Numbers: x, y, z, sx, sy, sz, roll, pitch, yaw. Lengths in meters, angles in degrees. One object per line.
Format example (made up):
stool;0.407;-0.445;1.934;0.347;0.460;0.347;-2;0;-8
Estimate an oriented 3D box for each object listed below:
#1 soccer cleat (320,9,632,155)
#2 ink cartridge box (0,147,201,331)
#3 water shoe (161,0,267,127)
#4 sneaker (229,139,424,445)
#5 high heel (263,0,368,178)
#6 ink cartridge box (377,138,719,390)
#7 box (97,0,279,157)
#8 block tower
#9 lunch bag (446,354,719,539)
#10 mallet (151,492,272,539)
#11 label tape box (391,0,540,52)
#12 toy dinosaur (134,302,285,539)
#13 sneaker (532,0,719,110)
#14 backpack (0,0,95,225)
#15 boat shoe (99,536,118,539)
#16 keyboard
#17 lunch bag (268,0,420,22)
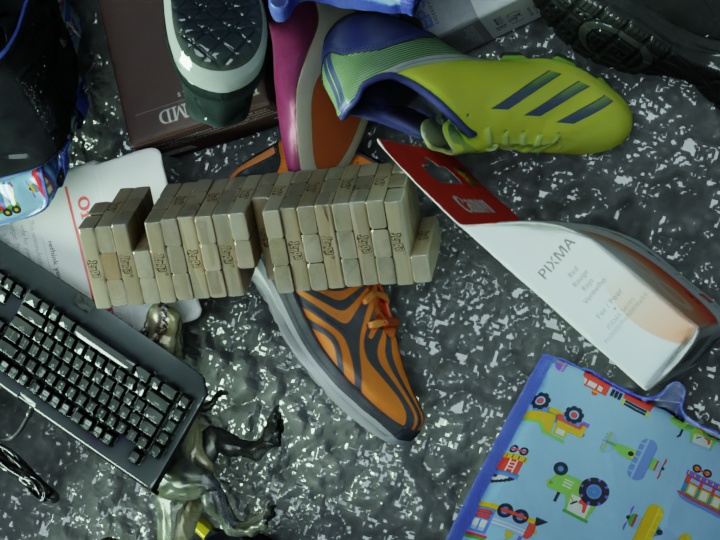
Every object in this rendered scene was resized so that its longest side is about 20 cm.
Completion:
soccer cleat;0.068;-0.091;1.046;0.199;0.065;0.084;14;52;-22
ink cartridge box;-0.193;0.004;1.147;0.199;0.067;0.118;-16;85;13
water shoe;-0.091;-0.175;1.046;0.071;0.079;0.201;1;59;-6
sneaker;0.000;0.000;1.094;0.112;0.078;0.200;-37;80;11
high heel;-0.040;-0.146;1.089;0.096;0.067;0.201;6;88;45
ink cartridge box;0.115;-0.020;1.024;0.200;0.162;0.050;45;103;12
box;-0.109;-0.181;1.129;0.100;0.075;0.201;-16;85;18
block tower;-0.057;-0.021;1.043;0.199;0.054;0.058;-4;117;12
lunch bag;0.137;0.149;1.035;0.150;0.094;0.201;25;73;12
mallet;-0.126;0.135;1.145;0.200;0.066;0.041;39;92;27
label tape box;0.043;-0.206;1.100;0.199;0.063;0.145;-25;81;11
toy dinosaur;-0.092;0.120;1.075;0.088;0.047;0.201;-1;82;9
sneaker;0.188;-0.152;1.045;0.199;0.076;0.091;21;80;-15
backpack;-0.254;-0.132;1.125;0.182;0.135;0.201;-14;40;16
boat shoe;-0.116;0.254;1.114;0.070;0.070;0.200;-45;78;12
keyboard;-0.193;0.071;1.085;0.199;0.021;0.128;31;97;23
lunch bag;-0.020;-0.225;0.999;0.150;0.094;0.201;15;71;6
